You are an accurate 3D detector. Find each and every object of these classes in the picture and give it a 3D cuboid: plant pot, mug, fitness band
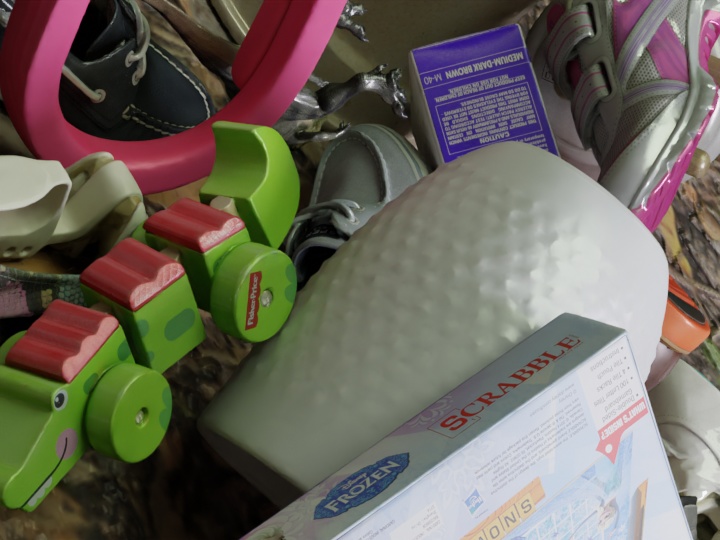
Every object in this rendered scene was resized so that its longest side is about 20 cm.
[{"bbox_3d":[0.037,-0.194,1.333,0.200,0.183,0.201,36,34,-30],"label":"plant pot"},{"bbox_3d":[0.046,0.049,1.062,0.147,0.176,0.200,35,-10,20],"label":"mug"},{"bbox_3d":[-0.074,-0.117,1.059,0.143,0.200,0.037,0,40,-38],"label":"fitness band"}]

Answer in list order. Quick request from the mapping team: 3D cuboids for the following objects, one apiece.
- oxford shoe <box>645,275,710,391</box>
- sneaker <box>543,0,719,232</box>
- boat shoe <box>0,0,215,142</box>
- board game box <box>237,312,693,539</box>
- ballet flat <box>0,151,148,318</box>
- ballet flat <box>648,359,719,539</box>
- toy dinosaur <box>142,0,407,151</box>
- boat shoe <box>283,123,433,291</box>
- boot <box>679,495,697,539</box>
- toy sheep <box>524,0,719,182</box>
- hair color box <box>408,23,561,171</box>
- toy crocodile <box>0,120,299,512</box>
[{"bbox_3d":[0.108,-0.008,1.370,0.071,0.073,0.200,27,19,-44],"label":"oxford shoe"},{"bbox_3d":[0.130,-0.096,1.241,0.088,0.081,0.200,18,49,-1],"label":"sneaker"},{"bbox_3d":[-0.130,-0.102,1.115,0.200,0.060,0.076,21,43,-45],"label":"boat shoe"},{"bbox_3d":[0.047,0.151,0.951,0.200,0.041,0.200,-32,117,-26],"label":"board game box"},{"bbox_3d":[-0.132,-0.017,1.011,0.069,0.071,0.200,52,27,18],"label":"ballet flat"},{"bbox_3d":[0.198,0.139,1.359,0.200,0.069,0.069,60,29,7],"label":"ballet flat"},{"bbox_3d":[-0.031,-0.096,1.180,0.200,0.088,0.048,45,35,-65],"label":"toy dinosaur"},{"bbox_3d":[-0.001,0.001,1.188,0.071,0.070,0.201,37,36,-43],"label":"boat shoe"},{"bbox_3d":[0.134,0.190,1.156,0.200,0.067,0.131,-53,130,-68],"label":"boot"},{"bbox_3d":[0.152,-0.105,1.371,0.138,0.138,0.200,61,20,11],"label":"toy sheep"},{"bbox_3d":[0.079,-0.009,1.254,0.109,0.065,0.201,83,-7,-71],"label":"hair color box"},{"bbox_3d":[-0.090,0.018,0.982,0.200,0.067,0.062,-45,137,-30],"label":"toy crocodile"}]
